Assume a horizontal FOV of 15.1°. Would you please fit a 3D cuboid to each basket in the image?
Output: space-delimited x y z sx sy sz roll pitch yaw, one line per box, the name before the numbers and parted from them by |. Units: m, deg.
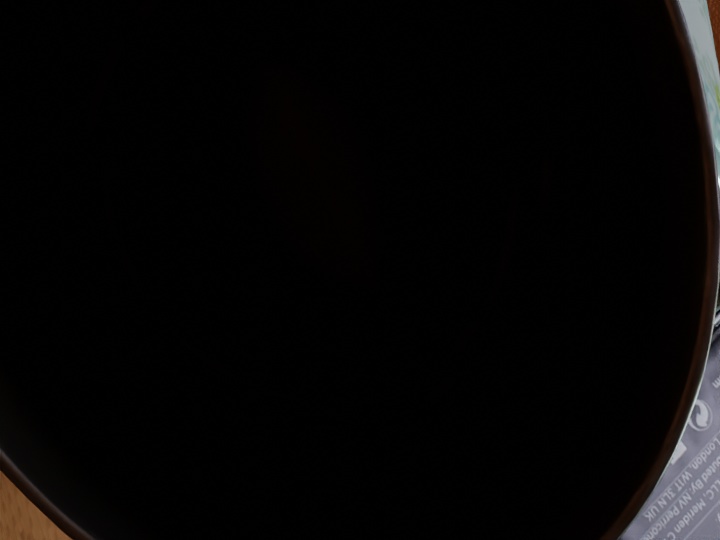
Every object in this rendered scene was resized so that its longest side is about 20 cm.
basket | -0.012 -0.023 0.533 0.181 0.135 0.200 62 1 3

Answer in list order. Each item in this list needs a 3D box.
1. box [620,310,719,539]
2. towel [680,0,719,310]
box | 0.112 0.125 0.835 0.200 0.104 0.148 52 -33 -5
towel | 0.050 -0.109 0.708 0.172 0.048 0.200 -88 155 -44
